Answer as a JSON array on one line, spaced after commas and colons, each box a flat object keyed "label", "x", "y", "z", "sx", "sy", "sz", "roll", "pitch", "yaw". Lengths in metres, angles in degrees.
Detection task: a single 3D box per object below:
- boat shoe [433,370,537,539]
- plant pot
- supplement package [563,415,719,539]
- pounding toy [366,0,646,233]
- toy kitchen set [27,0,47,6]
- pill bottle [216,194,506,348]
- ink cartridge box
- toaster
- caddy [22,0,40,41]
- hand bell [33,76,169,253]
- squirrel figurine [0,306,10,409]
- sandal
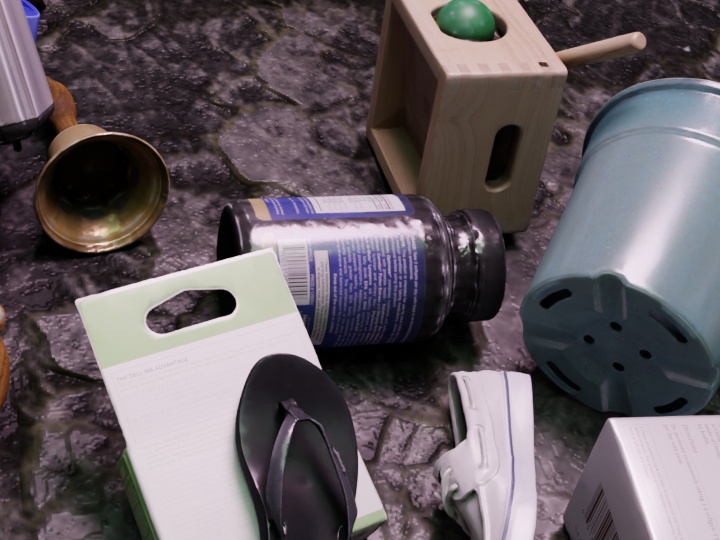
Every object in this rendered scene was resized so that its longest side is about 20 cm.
[{"label": "boat shoe", "x": 0.080, "y": 0.144, "z": 0.837, "sx": 0.065, "sy": 0.074, "sz": 0.200, "roll": 7, "pitch": 34, "yaw": 1}, {"label": "plant pot", "x": 0.224, "y": -0.005, "z": 0.938, "sx": 0.200, "sy": 0.200, "sz": 0.196, "roll": 26, "pitch": 54, "yaw": 13}, {"label": "supplement package", "x": 0.250, "y": 0.171, "z": 0.805, "sx": 0.200, "sy": 0.117, "sz": 0.117, "roll": 1, "pitch": 45, "yaw": -12}, {"label": "pounding toy", "x": 0.107, "y": -0.145, "z": 1.018, "sx": 0.142, "sy": 0.200, "sz": 0.184, "roll": -4, "pitch": 41, "yaw": -17}, {"label": "toy kitchen set", "x": -0.370, "y": -0.343, "z": 1.159, "sx": 0.180, "sy": 0.200, "sz": 0.163, "roll": 7, "pitch": 86, "yaw": -5}, {"label": "pill bottle", "x": 0.000, "y": 0.000, "z": 0.924, "sx": 0.200, "sy": 0.112, "sz": 0.112, "roll": -2, "pitch": 46, "yaw": -15}, {"label": "ink cartridge box", "x": -0.087, "y": 0.098, "z": 0.807, "sx": 0.145, "sy": 0.048, "sz": 0.200, "roll": -16, "pitch": 70, "yaw": -26}, {"label": "toaster", "x": -0.318, "y": -0.127, "z": 0.867, "sx": 0.181, "sy": 0.119, "sz": 0.200, "roll": -15, "pitch": 13, "yaw": -6}, {"label": "caddy", "x": -0.365, "y": -0.191, "z": 1.041, "sx": 0.200, "sy": 0.105, "sz": 0.141, "roll": 27, "pitch": 24, "yaw": 15}, {"label": "hand bell", "x": -0.234, "y": -0.110, "z": 1.015, "sx": 0.104, "sy": 0.104, "sz": 0.200, "roll": -11, "pitch": 38, "yaw": -23}, {"label": "squirrel figurine", "x": -0.322, "y": 0.042, "z": 0.795, "sx": 0.186, "sy": 0.142, "sz": 0.200, "roll": -3, "pitch": 48, "yaw": -24}, {"label": "sandal", "x": -0.031, "y": 0.143, "z": 0.756, "sx": 0.076, "sy": 0.043, "sz": 0.200, "roll": 2, "pitch": 66, "yaw": -20}]
